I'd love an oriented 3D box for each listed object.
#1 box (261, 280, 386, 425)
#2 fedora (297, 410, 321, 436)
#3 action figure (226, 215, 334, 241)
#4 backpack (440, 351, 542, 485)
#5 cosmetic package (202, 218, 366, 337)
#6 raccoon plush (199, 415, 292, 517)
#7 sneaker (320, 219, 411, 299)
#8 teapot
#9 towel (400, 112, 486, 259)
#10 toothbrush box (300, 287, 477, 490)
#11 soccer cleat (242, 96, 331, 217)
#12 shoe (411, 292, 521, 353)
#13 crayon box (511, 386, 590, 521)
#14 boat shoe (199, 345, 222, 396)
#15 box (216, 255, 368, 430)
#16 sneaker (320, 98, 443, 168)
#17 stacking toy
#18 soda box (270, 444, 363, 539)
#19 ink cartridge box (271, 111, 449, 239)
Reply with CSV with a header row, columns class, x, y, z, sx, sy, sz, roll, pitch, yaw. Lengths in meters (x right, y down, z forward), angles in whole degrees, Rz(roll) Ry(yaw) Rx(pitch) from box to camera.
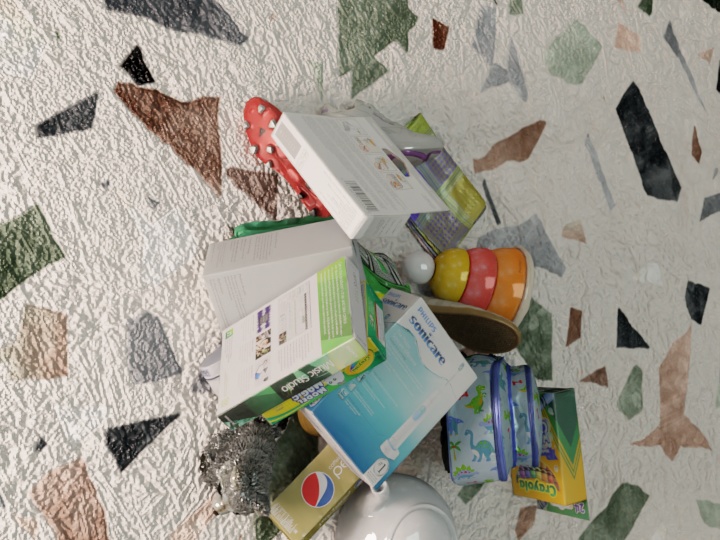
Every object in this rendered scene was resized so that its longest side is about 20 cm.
class,x,y,z,sx,sy,sz,roll,pitch,yaw
box,-0.061,0.106,1.049,0.049,0.197,0.118,51,20,-28
fedora,-0.030,0.128,1.187,0.199,0.081,0.204,-29,134,-34
action figure,-0.112,-0.030,1.187,0.196,0.054,0.121,-1,87,-35
backpack,0.189,0.213,1.238,0.200,0.143,0.188,4,80,-74
cosmetic package,-0.093,0.012,1.104,0.195,0.082,0.115,-10,123,2
raccoon plush,-0.131,0.225,1.103,0.096,0.133,0.203,34,69,-22
sneaker,0.000,0.000,1.211,0.201,0.077,0.086,49,45,-31
teapot,0.069,0.388,1.202,0.196,0.145,0.203,8,82,-30
towel,0.111,-0.129,1.348,0.144,0.023,0.201,-47,108,-25
toothbrush box,0.031,0.147,1.092,0.200,0.085,0.147,-45,114,-14
soccer cleat,-0.090,-0.161,1.205,0.201,0.069,0.085,50,30,4
shoe,0.144,0.071,1.269,0.054,0.196,0.071,-55,150,-50
crayon box,0.291,0.289,1.354,0.051,0.125,0.205,-6,88,-30
boat shoe,-0.124,0.102,1.165,0.198,0.073,0.066,-33,106,-19
box,-0.083,0.085,1.016,0.036,0.198,0.146,45,23,-34
sneaker,0.031,-0.206,1.265,0.195,0.075,0.102,2,75,-19
stacking toy,0.154,0.010,1.311,0.196,0.146,0.149,17,76,-14
soda box,-0.036,0.279,1.162,0.064,0.068,0.200,42,76,16
ink cartridge box,0.001,-0.129,1.142,0.174,0.045,0.201,-6,50,-47
